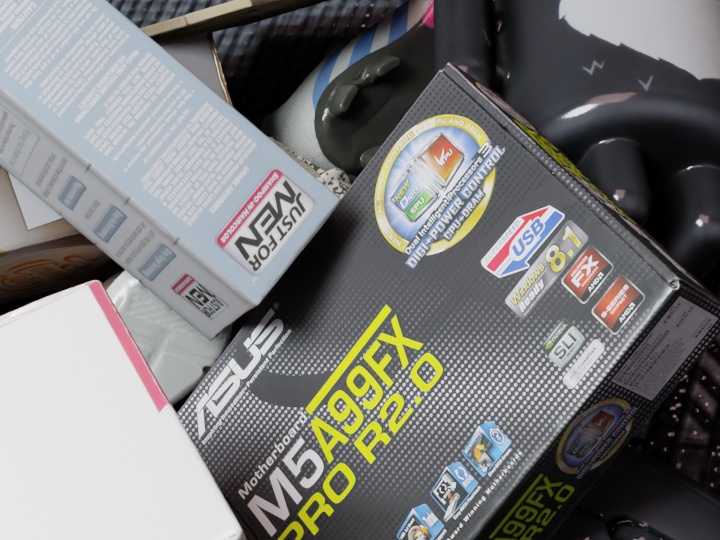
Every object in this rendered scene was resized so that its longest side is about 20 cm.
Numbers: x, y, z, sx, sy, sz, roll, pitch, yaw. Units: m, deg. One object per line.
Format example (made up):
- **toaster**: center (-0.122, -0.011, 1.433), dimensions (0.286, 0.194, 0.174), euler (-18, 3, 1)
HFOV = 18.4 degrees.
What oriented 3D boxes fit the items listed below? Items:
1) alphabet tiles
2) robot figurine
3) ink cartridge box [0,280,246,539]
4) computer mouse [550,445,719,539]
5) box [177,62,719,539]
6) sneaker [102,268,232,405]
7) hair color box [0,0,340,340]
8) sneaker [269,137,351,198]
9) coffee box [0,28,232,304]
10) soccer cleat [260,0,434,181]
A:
- **alphabet tiles**: center (-0.054, -0.124, 1.072), dimensions (0.166, 0.006, 0.200), euler (-13, 6, 24)
- **robot figurine**: center (0.115, -0.075, 1.001), dimensions (0.124, 0.150, 0.201), euler (-20, 45, 19)
- **ink cartridge box**: center (-0.084, 0.127, 0.839), dimensions (0.083, 0.200, 0.147), euler (-26, 47, -10)
- **computer mouse**: center (0.093, 0.102, 0.902), dimensions (0.199, 0.053, 0.139), euler (10, 55, 26)
- **box**: center (0.028, 0.042, 0.890), dimensions (0.200, 0.044, 0.160), euler (-51, 50, 11)
- **sneaker**: center (-0.140, 0.070, 1.013), dimensions (0.200, 0.077, 0.082), euler (-42, 18, -11)
- **hair color box**: center (-0.111, -0.062, 0.925), dimensions (0.200, 0.099, 0.061), euler (41, 73, -5)
- **sneaker**: center (0.000, 0.000, 0.989), dimensions (0.077, 0.089, 0.200), euler (-41, 42, -16)
- **coffee box**: center (-0.160, -0.036, 1.019), dimensions (0.199, 0.114, 0.080), euler (-15, 80, -16)
- **soccer cleat**: center (0.033, -0.112, 1.104), dimensions (0.200, 0.070, 0.086), euler (-36, 20, -27)
